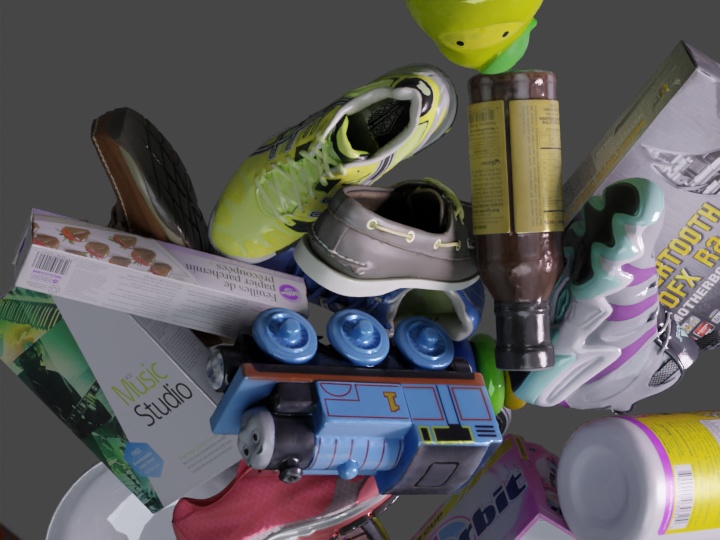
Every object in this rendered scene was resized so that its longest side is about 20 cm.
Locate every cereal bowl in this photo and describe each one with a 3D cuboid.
[{"bbox_3d":[-0.147,0.231,1.181,0.199,0.083,0.201,0,90,5],"label":"cereal bowl"}]

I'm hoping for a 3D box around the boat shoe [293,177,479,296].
[{"bbox_3d":[0.038,-0.028,1.001,0.201,0.072,0.060,-8,134,-53],"label":"boat shoe"}]

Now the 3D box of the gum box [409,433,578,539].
[{"bbox_3d":[0.097,0.237,1.191,0.066,0.114,0.200,33,108,-22],"label":"gum box"}]

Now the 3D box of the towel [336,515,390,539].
[{"bbox_3d":[-0.047,0.293,1.289,0.199,0.023,0.144,-24,123,13],"label":"towel"}]

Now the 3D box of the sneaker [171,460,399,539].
[{"bbox_3d":[-0.050,0.165,1.098,0.199,0.074,0.087,-27,88,-2],"label":"sneaker"}]

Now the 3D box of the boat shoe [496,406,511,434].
[{"bbox_3d":[0.024,0.144,1.167,0.199,0.066,0.070,-11,124,4],"label":"boat shoe"}]

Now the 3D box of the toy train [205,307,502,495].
[{"bbox_3d":[-0.005,0.090,0.994,0.199,0.115,0.087,5,138,-27],"label":"toy train"}]

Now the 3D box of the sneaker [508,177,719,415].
[{"bbox_3d":[0.202,0.026,1.043,0.139,0.078,0.200,14,132,-14],"label":"sneaker"}]

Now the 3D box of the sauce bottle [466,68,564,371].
[{"bbox_3d":[0.106,-0.033,1.003,0.064,0.065,0.201,-1,92,-3],"label":"sauce bottle"}]

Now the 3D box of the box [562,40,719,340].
[{"bbox_3d":[0.234,-0.044,1.066,0.158,0.048,0.200,27,118,-20],"label":"box"}]

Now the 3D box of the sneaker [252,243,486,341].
[{"bbox_3d":[0.000,0.000,1.063,0.199,0.077,0.076,10,124,-8],"label":"sneaker"}]

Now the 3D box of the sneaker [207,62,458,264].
[{"bbox_3d":[-0.028,-0.076,0.998,0.200,0.076,0.076,-38,85,12],"label":"sneaker"}]

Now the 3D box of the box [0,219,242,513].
[{"bbox_3d":[-0.173,0.075,1.066,0.200,0.036,0.144,48,132,-7],"label":"box"}]

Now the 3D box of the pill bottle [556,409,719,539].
[{"bbox_3d":[0.255,0.161,1.143,0.199,0.104,0.105,2,128,-36],"label":"pill bottle"}]

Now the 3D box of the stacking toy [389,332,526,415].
[{"bbox_3d":[0.099,0.077,1.125,0.199,0.086,0.086,-7,124,-6],"label":"stacking toy"}]

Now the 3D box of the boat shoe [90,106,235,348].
[{"bbox_3d":[-0.145,-0.018,1.045,0.073,0.076,0.201,-18,122,12],"label":"boat shoe"}]

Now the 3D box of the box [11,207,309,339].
[{"bbox_3d":[-0.132,0.008,0.993,0.199,0.039,0.042,14,128,-23],"label":"box"}]

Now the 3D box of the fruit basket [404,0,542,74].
[{"bbox_3d":[0.061,-0.208,0.899,0.214,0.156,0.217,0,107,1],"label":"fruit basket"}]
